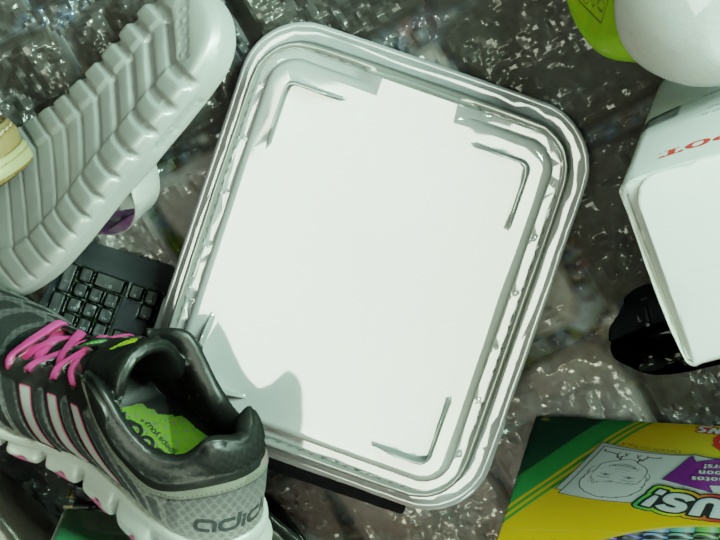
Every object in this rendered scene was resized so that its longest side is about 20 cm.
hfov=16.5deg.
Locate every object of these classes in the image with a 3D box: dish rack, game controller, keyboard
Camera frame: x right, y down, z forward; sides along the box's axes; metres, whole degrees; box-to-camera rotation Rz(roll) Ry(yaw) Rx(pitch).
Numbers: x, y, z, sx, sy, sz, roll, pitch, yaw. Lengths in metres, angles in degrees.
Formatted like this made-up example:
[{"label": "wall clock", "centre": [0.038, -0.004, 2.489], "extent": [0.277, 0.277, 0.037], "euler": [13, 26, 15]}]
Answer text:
[{"label": "dish rack", "centre": [0.000, 0.000, 1.137], "extent": [0.171, 0.044, 0.201], "euler": [19, 97, 5]}, {"label": "game controller", "centre": [0.211, 0.012, 1.093], "extent": [0.199, 0.104, 0.042], "euler": [-15, 67, 18]}, {"label": "keyboard", "centre": [-0.069, 0.071, 1.184], "extent": [0.199, 0.021, 0.127], "euler": [18, 78, 5]}]

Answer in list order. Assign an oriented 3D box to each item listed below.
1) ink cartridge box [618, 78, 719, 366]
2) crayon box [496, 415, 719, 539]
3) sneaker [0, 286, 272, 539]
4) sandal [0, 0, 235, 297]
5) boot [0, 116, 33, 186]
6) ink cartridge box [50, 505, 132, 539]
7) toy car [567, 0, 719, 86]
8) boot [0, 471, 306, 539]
[{"label": "ink cartridge box", "centre": [0.195, -0.047, 1.016], "extent": [0.146, 0.200, 0.085], "euler": [-16, 105, 19]}, {"label": "crayon box", "centre": [0.165, 0.130, 1.107], "extent": [0.199, 0.173, 0.058], "euler": [2, 112, 11]}, {"label": "sneaker", "centre": [-0.115, 0.052, 1.115], "extent": [0.200, 0.074, 0.088], "euler": [35, 133, 22]}, {"label": "sandal", "centre": [-0.119, -0.049, 1.164], "extent": [0.050, 0.083, 0.203], "euler": [18, 133, -43]}, {"label": "boot", "centre": [-0.258, -0.098, 1.162], "extent": [0.199, 0.073, 0.156], "euler": [-3, 110, 27]}, {"label": "ink cartridge box", "centre": [-0.048, 0.158, 1.135], "extent": [0.199, 0.161, 0.050], "euler": [6, 96, -3]}, {"label": "toy car", "centre": [0.161, -0.174, 1.016], "extent": [0.150, 0.175, 0.200], "euler": [7, 118, -30]}, {"label": "boot", "centre": [-0.095, 0.147, 1.242], "extent": [0.131, 0.068, 0.200], "euler": [-40, 99, 11]}]
